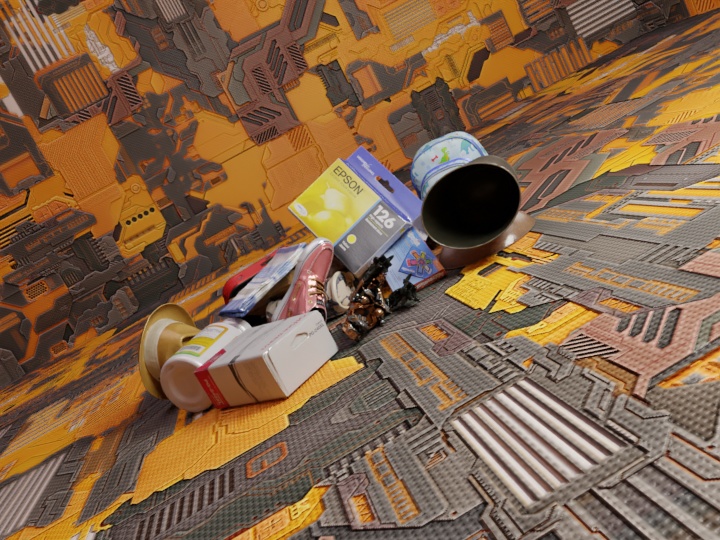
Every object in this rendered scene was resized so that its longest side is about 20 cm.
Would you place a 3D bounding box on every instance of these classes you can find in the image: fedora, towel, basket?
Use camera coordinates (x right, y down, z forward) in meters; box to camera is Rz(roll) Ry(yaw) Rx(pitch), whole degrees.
[{"bbox_3d":[-0.350,0.160,1.428,0.081,0.202,0.201,1,23,22],"label":"fedora"},{"bbox_3d":[-0.197,0.019,1.465,0.200,0.024,0.147,-47,17,-23],"label":"towel"},{"bbox_3d":[0.215,-0.136,1.305,0.180,0.136,0.200,-28,6,26],"label":"basket"}]

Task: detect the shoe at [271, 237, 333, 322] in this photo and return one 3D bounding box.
[{"bbox_3d":[-0.087,0.041,1.361,0.091,0.071,0.201,28,90,45],"label":"shoe"}]

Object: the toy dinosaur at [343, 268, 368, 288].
[{"bbox_3d":[0.000,0.000,1.500,0.199,0.047,0.088,-30,48,13],"label":"toy dinosaur"}]

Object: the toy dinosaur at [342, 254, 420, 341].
[{"bbox_3d":[0.018,0.043,1.263,0.136,0.102,0.201,-43,30,26],"label":"toy dinosaur"}]

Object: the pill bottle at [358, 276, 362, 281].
[{"bbox_3d":[-0.002,-0.043,1.637,0.109,0.110,0.200,-25,11,14],"label":"pill bottle"}]

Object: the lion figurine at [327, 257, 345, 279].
[{"bbox_3d":[-0.052,-0.076,1.494,0.122,0.201,0.072,-8,-22,21],"label":"lion figurine"}]

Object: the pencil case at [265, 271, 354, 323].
[{"bbox_3d":[-0.099,0.065,1.462,0.199,0.078,0.090,-23,41,31],"label":"pencil case"}]

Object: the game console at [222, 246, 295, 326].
[{"bbox_3d":[-0.228,0.045,1.712,0.200,0.031,0.177,-33,-33,-25],"label":"game console"}]

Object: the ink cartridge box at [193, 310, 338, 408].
[{"bbox_3d":[-0.157,0.150,1.215,0.199,0.084,0.145,-17,15,43],"label":"ink cartridge box"}]

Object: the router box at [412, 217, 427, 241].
[{"bbox_3d":[0.067,-0.110,1.613,0.200,0.179,0.049,-62,-8,-65],"label":"router box"}]

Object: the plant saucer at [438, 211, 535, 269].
[{"bbox_3d":[0.230,-0.067,1.376,0.200,0.037,0.200,-27,11,5],"label":"plant saucer"}]

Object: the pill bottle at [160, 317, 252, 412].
[{"bbox_3d":[-0.273,0.166,1.356,0.111,0.111,0.200,-23,12,26],"label":"pill bottle"}]

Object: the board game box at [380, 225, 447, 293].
[{"bbox_3d":[0.086,-0.017,1.391,0.103,0.020,0.200,-29,29,2],"label":"board game box"}]

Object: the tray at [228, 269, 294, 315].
[{"bbox_3d":[-0.181,0.050,1.551,0.199,0.037,0.098,-25,-21,40],"label":"tray"}]

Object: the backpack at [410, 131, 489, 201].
[{"bbox_3d":[0.201,-0.182,1.535,0.182,0.201,0.147,-24,12,18],"label":"backpack"}]

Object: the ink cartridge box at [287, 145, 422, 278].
[{"bbox_3d":[-0.006,-0.123,1.435,0.200,0.198,0.047,-46,-16,-1],"label":"ink cartridge box"}]
